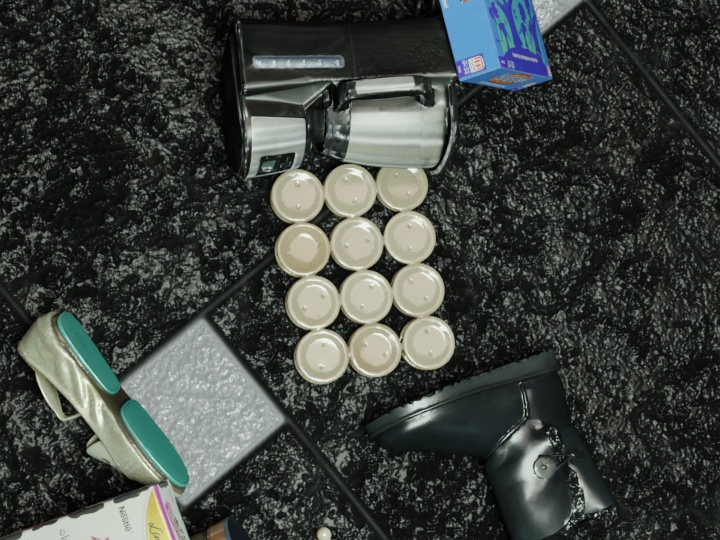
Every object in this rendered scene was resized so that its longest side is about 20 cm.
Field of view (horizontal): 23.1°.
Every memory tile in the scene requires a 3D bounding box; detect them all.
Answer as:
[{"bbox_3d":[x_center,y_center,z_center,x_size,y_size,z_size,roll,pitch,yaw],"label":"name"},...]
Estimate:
[{"bbox_3d":[0.000,0.000,1.621,0.153,0.017,0.201,-8,85,-11],"label":"memory tile"}]

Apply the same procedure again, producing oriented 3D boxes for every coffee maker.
[{"bbox_3d":[-0.025,-0.175,1.594,0.199,0.135,0.193,-1,49,-12],"label":"coffee maker"}]

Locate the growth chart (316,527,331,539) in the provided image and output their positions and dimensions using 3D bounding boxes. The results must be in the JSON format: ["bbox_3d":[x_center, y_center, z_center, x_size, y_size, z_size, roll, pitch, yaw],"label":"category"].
[{"bbox_3d":[-0.047,0.333,1.513,0.145,0.018,0.200,61,38,-10],"label":"growth chart"}]

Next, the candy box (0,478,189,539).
[{"bbox_3d":[-0.237,0.274,1.491,0.199,0.061,0.137,-21,87,6],"label":"candy box"}]

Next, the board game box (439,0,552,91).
[{"bbox_3d":[0.110,-0.269,1.609,0.045,0.152,0.201,-16,86,23],"label":"board game box"}]

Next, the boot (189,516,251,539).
[{"bbox_3d":[-0.111,0.322,1.547,0.097,0.075,0.200,-25,95,10],"label":"boot"}]

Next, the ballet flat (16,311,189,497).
[{"bbox_3d":[-0.228,0.127,1.549,0.062,0.067,0.200,-37,87,15],"label":"ballet flat"}]

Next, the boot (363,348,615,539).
[{"bbox_3d":[0.120,0.178,1.590,0.200,0.076,0.169,-18,83,-18],"label":"boot"}]
